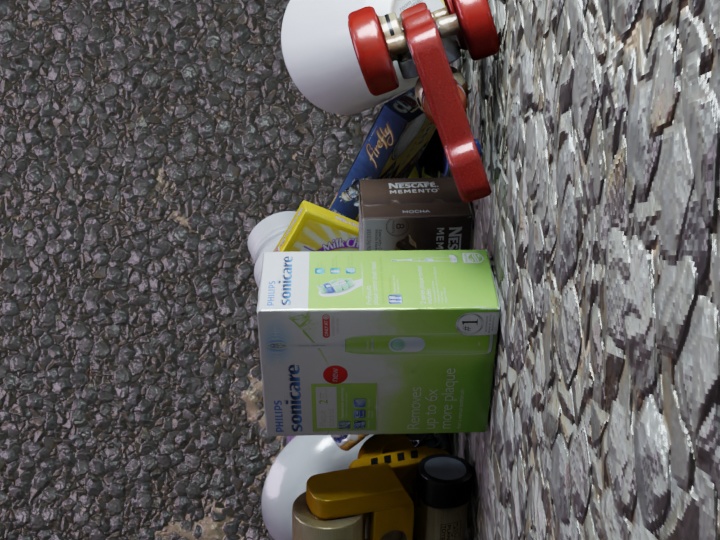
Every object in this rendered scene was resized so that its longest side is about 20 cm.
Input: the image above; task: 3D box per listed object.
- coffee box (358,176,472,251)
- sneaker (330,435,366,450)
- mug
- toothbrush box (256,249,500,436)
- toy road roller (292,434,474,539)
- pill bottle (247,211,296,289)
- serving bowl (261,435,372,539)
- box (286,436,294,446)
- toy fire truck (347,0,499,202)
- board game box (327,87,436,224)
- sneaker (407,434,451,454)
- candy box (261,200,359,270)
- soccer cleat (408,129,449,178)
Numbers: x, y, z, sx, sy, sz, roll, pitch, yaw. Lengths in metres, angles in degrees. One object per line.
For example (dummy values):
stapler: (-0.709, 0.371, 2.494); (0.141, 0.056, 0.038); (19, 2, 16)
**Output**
coffee box: (0.054, 0.007, 1.066); (0.080, 0.112, 0.201); (-95, 5, -56)
sneaker: (0.023, 0.100, 1.027); (0.088, 0.200, 0.075); (52, -156, 9)
mug: (0.022, -0.260, 1.021); (0.153, 0.149, 0.188); (3, 84, 57)
toothbrush box: (0.014, 0.064, 0.877); (0.086, 0.199, 0.146); (-90, 1, -53)
toy road roller: (0.015, 0.241, 1.031); (0.146, 0.199, 0.124); (-135, 43, -60)
pill bottle: (-0.077, 0.023, 1.358); (0.114, 0.113, 0.201); (91, 157, -53)
serving bowl: (-0.016, 0.275, 1.217); (0.066, 0.199, 0.201); (37, 133, 54)
box: (0.003, 0.220, 1.389); (0.097, 0.199, 0.177); (37, 139, 41)
toy fire truck: (0.067, -0.155, 0.863); (0.200, 0.112, 0.169); (-89, -19, -73)
board game box: (0.025, -0.114, 1.131); (0.135, 0.035, 0.200); (-40, -17, -54)
sneaker: (0.066, 0.175, 1.162); (0.200, 0.076, 0.091); (56, -169, -40)
candy box: (0.000, 0.000, 1.121); (0.103, 0.199, 0.026); (-58, 27, 24)
soccer cleat: (0.078, -0.093, 1.217); (0.084, 0.064, 0.201); (-126, 34, -73)
